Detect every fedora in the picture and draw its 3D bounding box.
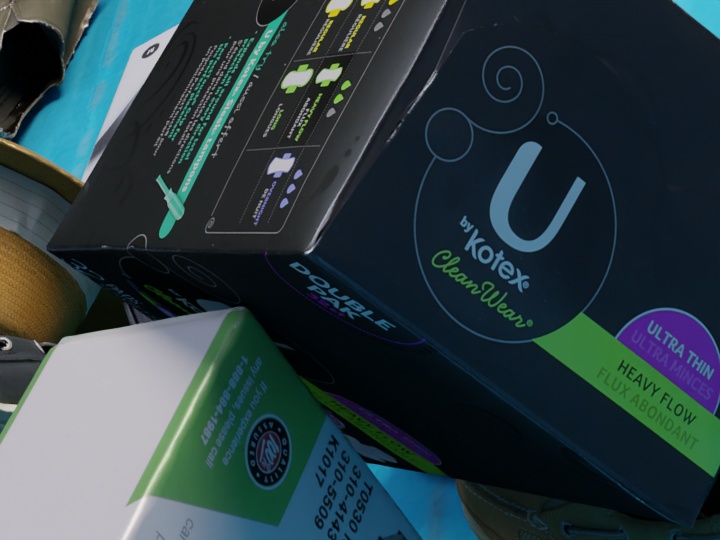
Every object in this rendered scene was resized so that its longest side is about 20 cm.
[{"bbox_3d":[-0.193,0.008,1.080,0.200,0.201,0.082,-12,47,40],"label":"fedora"}]

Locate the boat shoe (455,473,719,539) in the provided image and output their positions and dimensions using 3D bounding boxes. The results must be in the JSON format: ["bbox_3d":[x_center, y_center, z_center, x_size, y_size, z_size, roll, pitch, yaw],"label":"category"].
[{"bbox_3d":[0.092,0.067,0.761,0.072,0.076,0.200,-51,30,-21],"label":"boat shoe"}]

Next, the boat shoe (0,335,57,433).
[{"bbox_3d":[-0.173,0.058,0.974,0.066,0.199,0.075,43,123,41],"label":"boat shoe"}]

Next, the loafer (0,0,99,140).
[{"bbox_3d":[-0.202,-0.141,1.438,0.070,0.075,0.200,1,51,34],"label":"loafer"}]

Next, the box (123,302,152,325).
[{"bbox_3d":[0.000,0.000,0.997,0.200,0.051,0.158,-38,29,3],"label":"box"}]

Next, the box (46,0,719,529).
[{"bbox_3d":[0.022,-0.018,0.706,0.124,0.148,0.200,-61,24,-14],"label":"box"}]

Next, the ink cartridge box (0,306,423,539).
[{"bbox_3d":[-0.036,0.134,0.686,0.084,0.200,0.145,-11,38,36],"label":"ink cartridge box"}]

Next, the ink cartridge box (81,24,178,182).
[{"bbox_3d":[-0.053,-0.090,1.204,0.199,0.041,0.200,-25,31,24],"label":"ink cartridge box"}]
